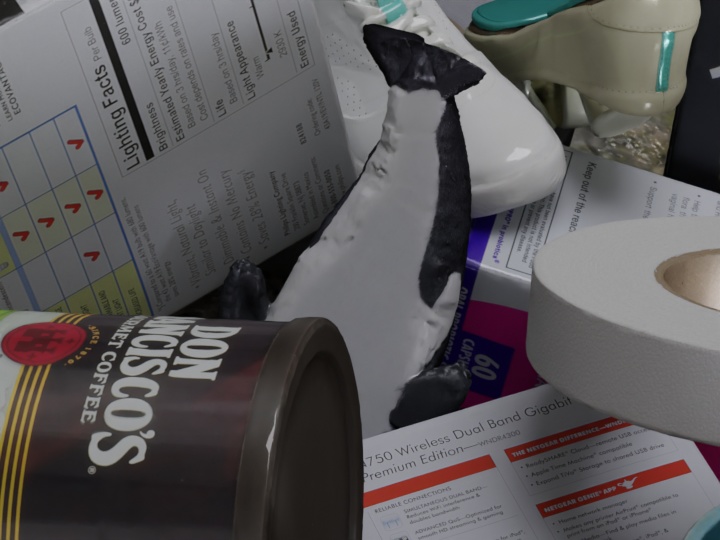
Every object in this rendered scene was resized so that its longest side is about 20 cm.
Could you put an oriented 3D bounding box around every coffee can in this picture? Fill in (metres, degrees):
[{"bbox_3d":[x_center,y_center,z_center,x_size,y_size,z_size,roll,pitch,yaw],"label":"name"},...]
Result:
[{"bbox_3d":[-0.111,0.086,0.914,0.199,0.147,0.147,2,38,12],"label":"coffee can"}]

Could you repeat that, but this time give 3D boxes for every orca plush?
[{"bbox_3d":[0.000,0.000,1.072,0.105,0.201,0.071,6,10,9],"label":"orca plush"}]

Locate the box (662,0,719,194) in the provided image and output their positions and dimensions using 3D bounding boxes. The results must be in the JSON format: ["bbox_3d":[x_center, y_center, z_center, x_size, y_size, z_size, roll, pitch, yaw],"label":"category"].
[{"bbox_3d":[0.198,-0.077,1.187,0.105,0.201,0.122,13,38,8],"label":"box"}]

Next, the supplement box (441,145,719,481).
[{"bbox_3d":[0.135,0.032,1.124,0.199,0.102,0.104,16,39,3],"label":"supplement box"}]

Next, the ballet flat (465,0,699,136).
[{"bbox_3d":[0.095,-0.091,1.146,0.069,0.070,0.200,4,3,-12],"label":"ballet flat"}]

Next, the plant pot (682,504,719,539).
[{"bbox_3d":[0.177,0.198,0.851,0.199,0.189,0.200,9,24,-4],"label":"plant pot"}]

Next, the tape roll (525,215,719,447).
[{"bbox_3d":[0.161,0.022,0.975,0.201,0.037,0.203,4,15,-1],"label":"tape roll"}]

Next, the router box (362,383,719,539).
[{"bbox_3d":[0.054,0.134,0.990,0.199,0.049,0.180,-15,47,-15],"label":"router box"}]

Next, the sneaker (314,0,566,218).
[{"bbox_3d":[0.013,-0.096,1.120,0.075,0.089,0.200,-27,42,-21],"label":"sneaker"}]

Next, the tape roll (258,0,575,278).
[{"bbox_3d":[0.001,-0.077,1.240,0.199,0.066,0.201,8,40,-7],"label":"tape roll"}]

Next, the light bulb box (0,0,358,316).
[{"bbox_3d":[-0.124,-0.076,1.054,0.199,0.199,0.125,-30,52,-12],"label":"light bulb box"}]
